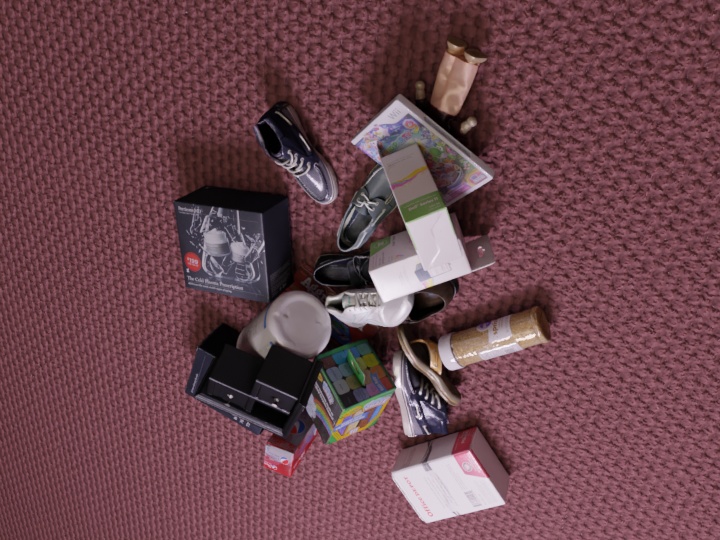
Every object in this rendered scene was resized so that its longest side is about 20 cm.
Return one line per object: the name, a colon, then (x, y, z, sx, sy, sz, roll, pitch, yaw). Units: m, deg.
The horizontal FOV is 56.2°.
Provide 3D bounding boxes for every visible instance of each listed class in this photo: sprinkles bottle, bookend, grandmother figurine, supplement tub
sprinkles bottle: (0.242, 0.125, 1.227, 0.199, 0.068, 0.069, -22, 106, 30)
bookend: (-0.192, 0.205, 1.246, 0.197, 0.093, 0.200, 25, 147, -4)
grandmother figurine: (0.136, -0.259, 1.080, 0.121, 0.060, 0.201, 46, 132, 28)
supplement tub: (-0.153, 0.130, 1.323, 0.132, 0.132, 0.200, 46, 145, -6)

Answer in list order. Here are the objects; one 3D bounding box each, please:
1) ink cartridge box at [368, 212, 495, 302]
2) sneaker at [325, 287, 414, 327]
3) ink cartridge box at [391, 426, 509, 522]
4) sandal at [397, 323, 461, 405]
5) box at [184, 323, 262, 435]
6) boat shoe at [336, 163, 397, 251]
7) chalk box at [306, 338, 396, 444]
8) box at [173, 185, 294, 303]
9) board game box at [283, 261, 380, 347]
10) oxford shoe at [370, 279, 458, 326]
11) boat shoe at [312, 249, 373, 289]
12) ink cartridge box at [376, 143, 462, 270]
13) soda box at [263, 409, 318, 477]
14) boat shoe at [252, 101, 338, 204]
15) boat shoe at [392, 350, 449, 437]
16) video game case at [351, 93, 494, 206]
ink cartridge box: (0.118, -0.030, 1.140, 0.199, 0.117, 0.068, -20, 114, 12)
sneaker: (0.013, 0.065, 1.230, 0.080, 0.071, 0.199, 22, 155, -38)
ink cartridge box: (0.186, 0.426, 1.398, 0.199, 0.085, 0.146, -27, 104, 29)
sandal: (0.140, 0.173, 1.294, 0.054, 0.080, 0.200, -37, 102, 15)
box: (-0.264, 0.237, 1.473, 0.199, 0.104, 0.149, 30, 124, 6)
boat shoe: (0.017, -0.112, 1.199, 0.073, 0.062, 0.201, 36, 123, 3)
chalk box: (-0.022, 0.223, 1.305, 0.125, 0.123, 0.201, 58, 146, 26)
box: (-0.242, -0.053, 1.303, 0.198, 0.104, 0.184, 9, 115, 22)
board game box: (-0.063, 0.081, 1.360, 0.200, 0.019, 0.103, 38, 122, 0)
oxford shoe: (0.081, 0.065, 1.253, 0.199, 0.085, 0.073, -25, 106, 33)
boat shoe: (0.000, 0.000, 1.266, 0.198, 0.062, 0.075, -1, 114, 21)
ink cartridge box: (0.090, -0.114, 1.059, 0.067, 0.201, 0.117, -22, 137, 5)
soda box: (-0.129, 0.332, 1.409, 0.063, 0.200, 0.071, 18, 121, 14)
boat shoe: (-0.118, -0.194, 1.194, 0.074, 0.093, 0.201, -26, 104, 31)
boat shoe: (0.123, 0.242, 1.334, 0.092, 0.075, 0.201, -4, 121, 16)
video game case: (0.099, -0.184, 1.091, 0.199, 0.018, 0.143, 35, 149, -17)
